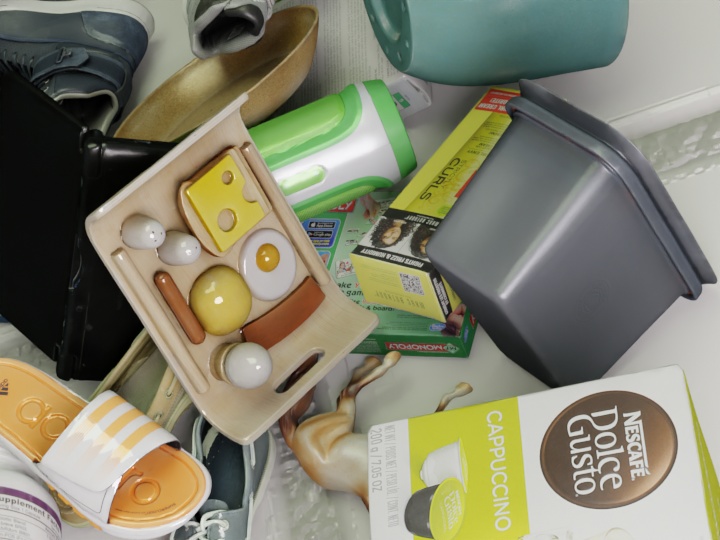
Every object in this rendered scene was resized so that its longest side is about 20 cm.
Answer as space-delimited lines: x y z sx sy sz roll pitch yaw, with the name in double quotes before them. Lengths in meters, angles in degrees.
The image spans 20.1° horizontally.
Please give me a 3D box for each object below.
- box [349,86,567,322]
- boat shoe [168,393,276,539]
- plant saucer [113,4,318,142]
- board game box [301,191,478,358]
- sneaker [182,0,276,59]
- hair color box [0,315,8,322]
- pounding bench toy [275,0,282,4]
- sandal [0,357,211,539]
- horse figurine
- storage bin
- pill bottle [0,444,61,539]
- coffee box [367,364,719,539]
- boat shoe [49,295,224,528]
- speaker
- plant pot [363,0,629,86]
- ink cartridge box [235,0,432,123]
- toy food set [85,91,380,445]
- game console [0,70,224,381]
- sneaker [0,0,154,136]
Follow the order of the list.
"box" 0.079 -0.051 1.476 0.075 0.050 0.200 15 49 36
"boat shoe" -0.107 0.177 1.404 0.072 0.062 0.201 -1 53 19
"plant saucer" -0.108 -0.139 1.614 0.199 0.036 0.200 -30 20 12
"board game box" 0.000 0.000 1.526 0.198 0.029 0.135 2 53 23
"sneaker" -0.067 -0.239 1.617 0.200 0.075 0.116 -46 22 23
"hair color box" -0.243 -0.014 1.612 0.198 0.061 0.101 0 53 22
"pounding bench toy" -0.065 -0.351 1.718 0.123 0.200 0.157 -16 49 8
"sandal" -0.197 0.112 1.390 0.206 0.059 0.079 28 61 22
"horse figurine" 0.011 0.119 1.414 0.199 0.050 0.133 25 60 34
"storage bin" 0.130 -0.015 1.387 0.134 0.200 0.145 -49 51 -8
"pill bottle" -0.262 0.209 1.406 0.111 0.113 0.201 -16 49 9
"coffee box" 0.126 0.205 1.197 0.196 0.201 0.201 -12 50 12
"boat shoe" -0.165 0.097 1.453 0.201 0.063 0.073 -48 54 12
"speaker" -0.062 -0.072 1.531 0.199 0.089 0.089 -23 48 -2
"plant pot" 0.089 -0.230 1.538 0.160 0.201 0.201 -18 47 -13
"ink cartridge box" -0.036 -0.166 1.676 0.199 0.050 0.162 -25 45 26
"toy food set" -0.082 -0.001 1.391 0.143 0.201 0.060 -42 26 -26
"game console" -0.185 -0.030 1.495 0.174 0.201 0.117 3 32 -14
"sneaker" -0.285 -0.162 1.735 0.201 0.077 0.147 -5 49 16
